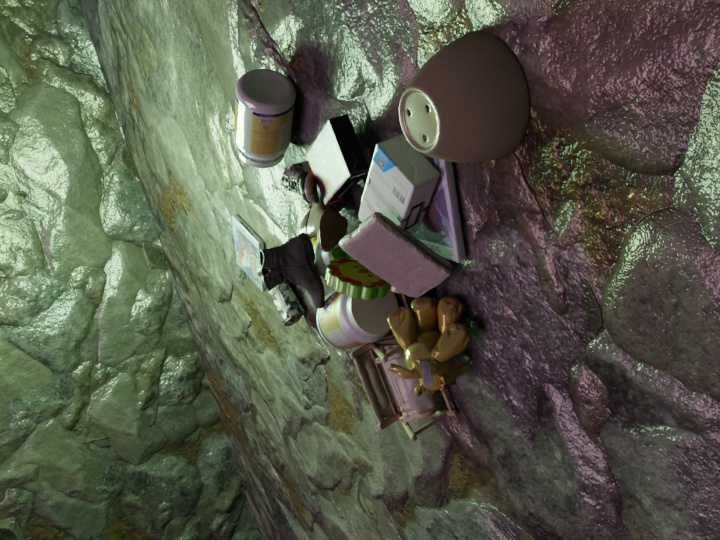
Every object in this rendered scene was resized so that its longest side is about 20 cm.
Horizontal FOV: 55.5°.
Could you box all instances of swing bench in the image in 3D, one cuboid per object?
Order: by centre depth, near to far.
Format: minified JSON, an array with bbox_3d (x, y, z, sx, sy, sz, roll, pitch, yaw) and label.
[{"bbox_3d":[0.094,0.260,1.578,0.199,0.128,0.202,-9,104,67],"label":"swing bench"}]

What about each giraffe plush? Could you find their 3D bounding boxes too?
[{"bbox_3d":[0.151,0.172,1.383,0.169,0.203,0.163,-3,147,20],"label":"giraffe plush"}]

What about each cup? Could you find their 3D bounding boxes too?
[{"bbox_3d":[0.144,-0.254,1.077,0.200,0.141,0.203,41,144,39],"label":"cup"}]

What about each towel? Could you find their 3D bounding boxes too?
[{"bbox_3d":[0.069,-0.028,1.307,0.198,0.035,0.132,35,140,-17],"label":"towel"}]

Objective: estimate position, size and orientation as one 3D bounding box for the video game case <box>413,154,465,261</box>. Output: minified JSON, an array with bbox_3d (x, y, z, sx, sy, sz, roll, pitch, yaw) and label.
[{"bbox_3d":[0.123,-0.129,1.320,0.181,0.023,0.204,20,128,54],"label":"video game case"}]

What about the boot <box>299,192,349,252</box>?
[{"bbox_3d":[-0.093,-0.105,1.592,0.070,0.203,0.145,37,142,-24],"label":"boot"}]

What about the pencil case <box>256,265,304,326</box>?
[{"bbox_3d":[-0.241,0.065,2.059,0.202,0.077,0.090,61,177,11],"label":"pencil case"}]

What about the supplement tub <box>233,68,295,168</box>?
[{"bbox_3d":[-0.234,-0.364,1.656,0.146,0.144,0.202,51,149,25],"label":"supplement tub"}]

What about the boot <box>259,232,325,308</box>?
[{"bbox_3d":[-0.161,0.018,1.579,0.070,0.130,0.203,35,145,56],"label":"boot"}]

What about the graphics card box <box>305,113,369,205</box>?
[{"bbox_3d":[-0.052,-0.229,1.448,0.128,0.050,0.200,69,158,4],"label":"graphics card box"}]

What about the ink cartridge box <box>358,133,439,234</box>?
[{"bbox_3d":[0.067,-0.140,1.296,0.117,0.067,0.201,51,149,23],"label":"ink cartridge box"}]

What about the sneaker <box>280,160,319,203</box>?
[{"bbox_3d":[-0.143,-0.200,1.600,0.201,0.086,0.077,-107,10,-68],"label":"sneaker"}]

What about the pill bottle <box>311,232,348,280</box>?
[{"bbox_3d":[-0.081,-0.034,1.669,0.199,0.113,0.116,-7,106,61],"label":"pill bottle"}]

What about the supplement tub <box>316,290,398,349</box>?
[{"bbox_3d":[-0.008,0.103,1.612,0.147,0.143,0.199,65,152,1],"label":"supplement tub"}]

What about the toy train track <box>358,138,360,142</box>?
[{"bbox_3d":[-0.063,-0.276,1.541,0.199,0.032,0.117,12,121,58],"label":"toy train track"}]

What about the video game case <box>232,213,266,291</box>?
[{"bbox_3d":[-0.365,-0.057,2.247,0.182,0.023,0.203,43,144,38],"label":"video game case"}]

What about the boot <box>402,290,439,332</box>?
[{"bbox_3d":[0.112,0.050,1.442,0.075,0.073,0.203,39,148,57],"label":"boot"}]

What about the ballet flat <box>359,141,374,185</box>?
[{"bbox_3d":[0.029,-0.171,1.442,0.067,0.046,0.204,-12,100,60],"label":"ballet flat"}]

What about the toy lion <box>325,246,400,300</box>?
[{"bbox_3d":[0.000,0.000,1.461,0.199,0.189,0.070,36,125,44],"label":"toy lion"}]
